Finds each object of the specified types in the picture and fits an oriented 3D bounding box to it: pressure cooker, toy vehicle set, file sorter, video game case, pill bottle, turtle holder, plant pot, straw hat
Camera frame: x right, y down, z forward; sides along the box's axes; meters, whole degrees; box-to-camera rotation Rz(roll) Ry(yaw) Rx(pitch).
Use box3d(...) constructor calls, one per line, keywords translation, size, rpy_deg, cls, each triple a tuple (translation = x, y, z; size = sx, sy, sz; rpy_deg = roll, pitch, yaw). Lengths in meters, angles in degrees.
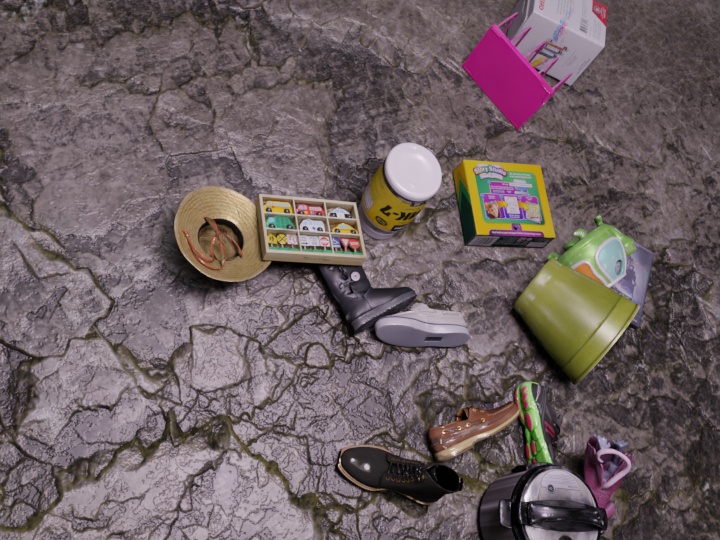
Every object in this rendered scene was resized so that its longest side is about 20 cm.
box3d(translation=(0.318, 0.430, 1.278), size=(0.175, 0.200, 0.180), rpy_deg=(-35, 83, -27), cls="pressure cooker")
box3d(translation=(-0.090, -0.074, 1.357), size=(0.195, 0.027, 0.127), rpy_deg=(3, 58, -25), cls="toy vehicle set")
box3d(translation=(0.364, -0.463, 1.696), size=(0.125, 0.139, 0.201), rpy_deg=(-39, 86, -32), cls="file sorter")
box3d(translation=(0.581, 0.011, 1.654), size=(0.141, 0.019, 0.203), rpy_deg=(28, 63, -8), cls="video game case")
box3d(translation=(0.067, -0.144, 1.414), size=(0.111, 0.200, 0.117), rpy_deg=(7, 65, -17), cls="pill bottle")
box3d(translation=(0.499, -0.024, 1.574), size=(0.133, 0.141, 0.184), rpy_deg=(53, 30, 13), cls="turtle holder")
box3d(translation=(0.415, 0.085, 1.474), size=(0.192, 0.202, 0.200), rpy_deg=(41, 60, 12), cls="plant pot")
box3d(translation=(-0.256, -0.044, 1.313), size=(0.197, 0.085, 0.205), rpy_deg=(20, 49, -24), cls="straw hat")

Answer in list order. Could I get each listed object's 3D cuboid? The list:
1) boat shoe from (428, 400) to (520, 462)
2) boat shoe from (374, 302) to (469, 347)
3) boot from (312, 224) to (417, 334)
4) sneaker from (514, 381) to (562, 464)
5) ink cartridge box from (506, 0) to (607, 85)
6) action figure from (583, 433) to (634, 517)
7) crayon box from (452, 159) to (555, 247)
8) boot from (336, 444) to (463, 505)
box3d(translation=(0.211, 0.283, 1.370), size=(0.197, 0.072, 0.069), rpy_deg=(-22, 79, -24), cls="boat shoe")
box3d(translation=(0.115, 0.099, 1.415), size=(0.195, 0.071, 0.071), rpy_deg=(4, 51, -19), cls="boat shoe")
box3d(translation=(-0.001, 0.000, 1.415), size=(0.163, 0.066, 0.202), rpy_deg=(-22, 71, -34), cls="boot")
box3d(translation=(0.356, 0.311, 1.412), size=(0.082, 0.077, 0.205), rpy_deg=(-2, 71, -17), cls="sneaker")
box3d(translation=(0.467, -0.578, 1.773), size=(0.196, 0.145, 0.148), rpy_deg=(23, 59, -11), cls="ink cartridge box")
box3d(translation=(0.442, 0.411, 1.364), size=(0.131, 0.149, 0.204), rpy_deg=(21, 95, -1), cls="action figure")
box3d(translation=(0.308, -0.143, 1.588), size=(0.195, 0.058, 0.177), rpy_deg=(1, 68, -21), cls="crayon box")
box3d(translation=(0.068, 0.336, 1.256), size=(0.196, 0.139, 0.079), rpy_deg=(18, 64, -12), cls="boot")
